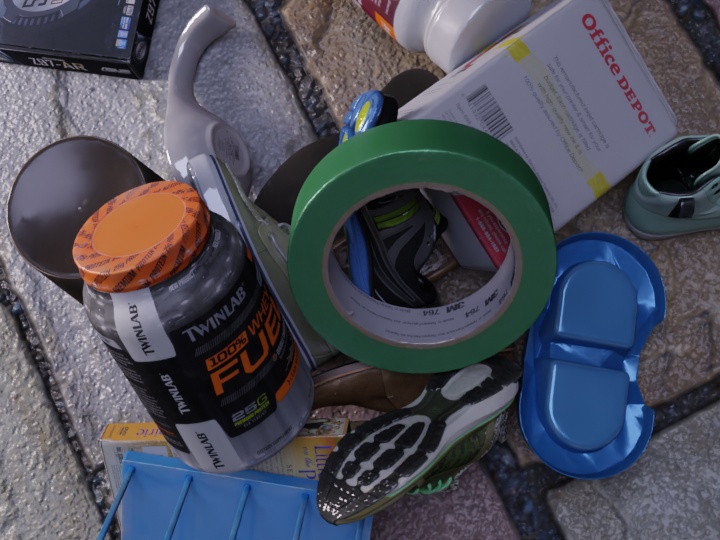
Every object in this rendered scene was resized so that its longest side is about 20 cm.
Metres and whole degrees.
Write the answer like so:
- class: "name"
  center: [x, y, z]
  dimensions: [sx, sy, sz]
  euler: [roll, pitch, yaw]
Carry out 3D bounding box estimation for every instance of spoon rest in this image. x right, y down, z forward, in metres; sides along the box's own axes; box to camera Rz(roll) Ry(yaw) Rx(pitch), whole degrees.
- class: "spoon rest"
  center: [-0.138, -0.136, 1.111]
  dimensions: [0.060, 0.099, 0.201]
  euler: [-21, 60, 31]

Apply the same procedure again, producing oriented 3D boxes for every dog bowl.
- class: "dog bowl"
  center: [0.184, 0.070, 1.023]
  dimensions: [0.111, 0.050, 0.201]
  euler: [10, 79, -6]

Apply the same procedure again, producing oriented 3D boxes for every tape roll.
- class: "tape roll"
  center: [0.045, -0.014, 0.935]
  dimensions: [0.200, 0.201, 0.048]
  euler: [-6, 35, 6]

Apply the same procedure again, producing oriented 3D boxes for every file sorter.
- class: "file sorter"
  center: [-0.098, 0.244, 0.955]
  dimensions: [0.199, 0.123, 0.139]
  euler: [8, 121, 2]

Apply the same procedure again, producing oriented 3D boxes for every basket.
- class: "basket"
  center: [-0.198, -0.026, 1.028]
  dimensions: [0.180, 0.200, 0.136]
  euler: [41, 86, 13]

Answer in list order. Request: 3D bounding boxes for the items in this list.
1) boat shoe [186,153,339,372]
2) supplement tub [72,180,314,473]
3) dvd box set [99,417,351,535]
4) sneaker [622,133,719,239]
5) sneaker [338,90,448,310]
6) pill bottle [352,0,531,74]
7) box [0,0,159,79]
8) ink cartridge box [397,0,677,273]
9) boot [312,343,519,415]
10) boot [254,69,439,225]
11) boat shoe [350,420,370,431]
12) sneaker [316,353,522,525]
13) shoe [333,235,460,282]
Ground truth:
- class: "boat shoe"
  center: [-0.077, -0.009, 1.023]
  dimensions: [0.062, 0.072, 0.201]
  euler: [-28, 95, -11]
- class: "supplement tub"
  center: [-0.120, 0.042, 0.903]
  dimensions: [0.122, 0.200, 0.123]
  euler: [-15, 39, 12]
- class: "dvd box set"
  center: [-0.099, 0.186, 1.011]
  dimensions: [0.199, 0.029, 0.147]
  euler: [-3, 119, 8]
- class: "sneaker"
  center: [0.317, -0.078, 1.014]
  dimensions: [0.200, 0.118, 0.074]
  euler: [-15, 74, 3]
- class: "sneaker"
  center: [0.026, -0.052, 0.982]
  dimensions: [0.082, 0.071, 0.200]
  euler: [-8, 121, -1]
- class: "pill bottle"
  center: [0.046, -0.262, 1.079]
  dimensions: [0.114, 0.114, 0.200]
  euler: [-42, 67, -3]
- class: "box"
  center: [-0.266, -0.288, 1.175]
  dimensions: [0.160, 0.044, 0.201]
  euler: [9, 79, 9]
- class: "ink cartridge box"
  center: [0.137, -0.114, 1.019]
  dimensions: [0.200, 0.083, 0.145]
  euler: [-36, 102, -14]
- class: "boot"
  center: [0.036, 0.103, 1.029]
  dimensions: [0.199, 0.074, 0.076]
  euler: [-9, 87, -7]
- class: "boot"
  center: [-0.004, -0.086, 1.078]
  dimensions: [0.200, 0.075, 0.074]
  euler: [-39, 76, -1]
- class: "boat shoe"
  center: [-0.074, 0.156, 1.048]
  dimensions: [0.200, 0.063, 0.073]
  euler: [-6, 119, 11]
- class: "sneaker"
  center: [0.054, 0.147, 0.960]
  dimensions: [0.200, 0.089, 0.077]
  euler: [-32, 34, -28]
- class: "shoe"
  center: [0.000, 0.000, 1.073]
  dimensions: [0.199, 0.053, 0.070]
  euler: [-22, 84, 1]
